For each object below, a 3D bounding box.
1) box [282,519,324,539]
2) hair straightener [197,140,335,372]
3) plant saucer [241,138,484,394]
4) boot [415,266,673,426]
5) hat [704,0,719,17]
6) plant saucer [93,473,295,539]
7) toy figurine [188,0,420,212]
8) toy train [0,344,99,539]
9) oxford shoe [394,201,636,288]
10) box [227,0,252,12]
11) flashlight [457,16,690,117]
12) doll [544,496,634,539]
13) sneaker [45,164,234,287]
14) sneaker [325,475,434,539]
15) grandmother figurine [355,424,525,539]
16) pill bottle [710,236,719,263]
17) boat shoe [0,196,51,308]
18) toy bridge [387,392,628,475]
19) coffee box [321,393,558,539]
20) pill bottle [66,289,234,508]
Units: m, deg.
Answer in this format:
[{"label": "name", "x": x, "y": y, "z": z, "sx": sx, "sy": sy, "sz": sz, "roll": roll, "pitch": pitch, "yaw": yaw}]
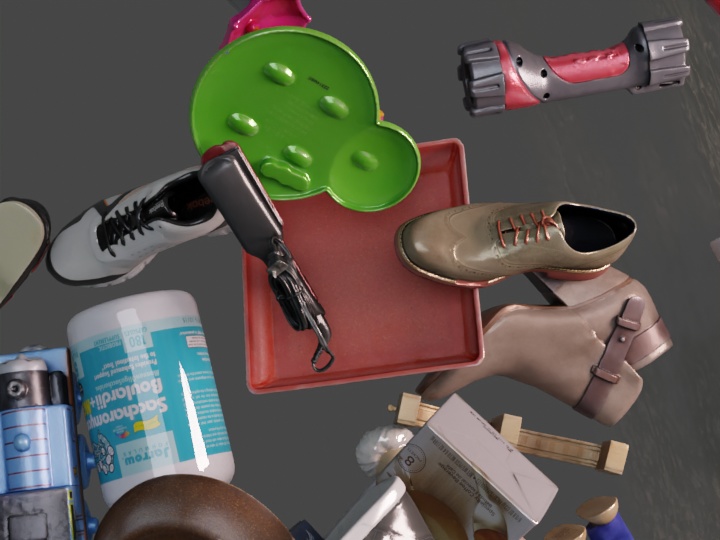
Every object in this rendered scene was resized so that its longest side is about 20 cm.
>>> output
[{"label": "box", "x": -0.064, "y": 0.317, "z": 1.093, "sx": 0.158, "sy": 0.051, "sz": 0.200, "roll": 47, "pitch": 113, "yaw": 5}, {"label": "hair straightener", "x": -0.070, "y": -0.001, "z": 1.084, "sx": 0.041, "sy": 0.077, "sz": 0.201, "roll": -22, "pitch": 109, "yaw": 8}, {"label": "plant saucer", "x": 0.000, "y": 0.000, "z": 1.169, "sx": 0.198, "sy": 0.037, "sz": 0.201, "roll": -8, "pitch": 70, "yaw": 10}, {"label": "boot", "x": 0.164, "y": 0.078, "z": 1.183, "sx": 0.146, "sy": 0.070, "sz": 0.200, "roll": 44, "pitch": 93, "yaw": -6}, {"label": "hat", "x": 0.226, "y": -0.313, "z": 1.271, "sx": 0.165, "sy": 0.177, "sz": 0.200, "roll": -23, "pitch": 45, "yaw": -4}, {"label": "plant saucer", "x": -0.129, "y": 0.256, "z": 1.059, "sx": 0.199, "sy": 0.037, "sz": 0.202, "roll": 4, "pitch": 101, "yaw": 19}, {"label": "toy figurine", "x": -0.047, "y": -0.157, "z": 1.167, "sx": 0.199, "sy": 0.185, "sz": 0.150, "roll": 27, "pitch": 116, "yaw": -22}, {"label": "toy train", "x": -0.261, "y": 0.157, "z": 1.124, "sx": 0.086, "sy": 0.114, "sz": 0.202, "roll": -6, "pitch": 81, "yaw": -4}, {"label": "oxford shoe", "x": 0.125, "y": -0.032, "z": 1.109, "sx": 0.199, "sy": 0.075, "sz": 0.071, "roll": -4, "pitch": 71, "yaw": -21}, {"label": "box", "x": -0.099, "y": -0.362, "z": 1.173, "sx": 0.171, "sy": 0.199, "sz": 0.200, "roll": -42, "pitch": 84, "yaw": -8}, {"label": "flashlight", "x": 0.187, "y": -0.184, "z": 1.223, "sx": 0.198, "sy": 0.068, "sz": 0.068, "roll": -12, "pitch": 78, "yaw": -3}, {"label": "doll", "x": 0.220, "y": 0.293, "z": 1.142, "sx": 0.136, "sy": 0.048, "sz": 0.201, "roll": -33, "pitch": 99, "yaw": -27}, {"label": "sneaker", "x": -0.181, "y": -0.044, "z": 1.166, "sx": 0.199, "sy": 0.080, "sz": 0.074, "roll": -24, "pitch": 82, "yaw": 10}, {"label": "sneaker", "x": -0.008, "y": 0.250, "z": 0.998, "sx": 0.099, "sy": 0.071, "sz": 0.200, "roll": 48, "pitch": 64, "yaw": -4}, {"label": "grandmother figurine", "x": 0.078, "y": 0.203, "z": 1.160, "sx": 0.200, "sy": 0.061, "sz": 0.121, "roll": 43, "pitch": 75, "yaw": 2}, {"label": "pill bottle", "x": 0.382, "y": 0.043, "z": 1.169, "sx": 0.114, "sy": 0.114, "sz": 0.201, "roll": -27, "pitch": 83, "yaw": -6}, {"label": "boat shoe", "x": -0.335, "y": 0.020, "z": 1.173, "sx": 0.074, "sy": 0.063, "sz": 0.201, "roll": 43, "pitch": 95, "yaw": -6}, {"label": "toy bridge", "x": 0.119, "y": 0.137, "z": 1.166, "sx": 0.199, "sy": 0.067, "sz": 0.027, "roll": 13, "pitch": 80, "yaw": -2}, {"label": "coffee box", "x": 0.045, "y": 0.212, "z": 1.100, "sx": 0.114, "sy": 0.080, "sz": 0.200, "roll": 42, "pitch": 113, "yaw": 7}, {"label": "pill bottle", "x": -0.167, "y": 0.124, "z": 1.136, "sx": 0.110, "sy": 0.111, "sz": 0.201, "roll": -14, "pitch": 81, "yaw": -5}]
